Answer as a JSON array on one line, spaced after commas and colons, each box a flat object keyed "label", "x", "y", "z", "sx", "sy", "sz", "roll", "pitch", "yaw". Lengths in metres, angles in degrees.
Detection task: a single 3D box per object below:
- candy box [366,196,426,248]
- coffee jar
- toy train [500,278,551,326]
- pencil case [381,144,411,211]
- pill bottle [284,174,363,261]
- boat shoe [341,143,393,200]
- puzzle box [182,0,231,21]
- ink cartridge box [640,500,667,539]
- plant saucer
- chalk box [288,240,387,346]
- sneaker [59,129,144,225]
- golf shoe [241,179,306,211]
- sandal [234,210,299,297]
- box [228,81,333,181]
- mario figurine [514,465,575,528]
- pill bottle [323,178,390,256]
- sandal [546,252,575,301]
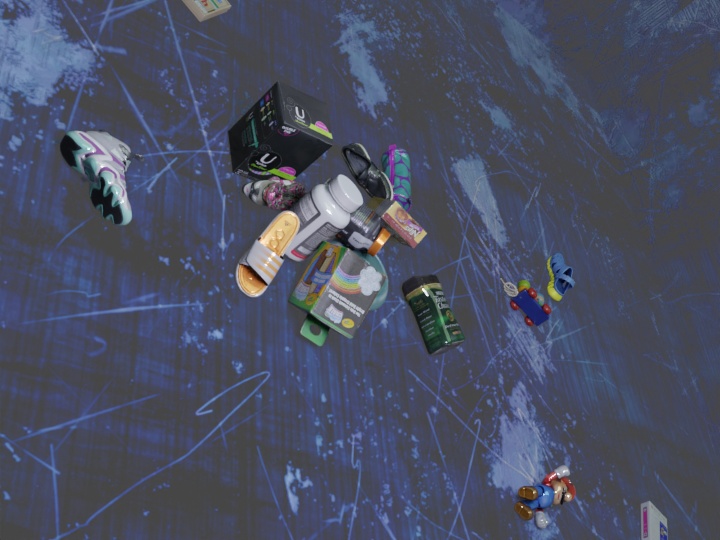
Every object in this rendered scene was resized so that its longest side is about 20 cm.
[{"label": "candy box", "x": 0.082, "y": -0.123, "z": 1.964, "sx": 0.117, "sy": 0.057, "sz": 0.200, "roll": 44, "pitch": -3, "yaw": -17}, {"label": "coffee jar", "x": 0.182, "y": 0.106, "z": 1.975, "sx": 0.104, "sy": 0.085, "sz": 0.202, "roll": -5, "pitch": 66, "yaw": -50}, {"label": "toy train", "x": 0.495, "y": 0.065, "z": 2.382, "sx": 0.200, "sy": 0.084, "sz": 0.116, "roll": 46, "pitch": 26, "yaw": -13}, {"label": "pencil case", "x": 0.098, "y": -0.245, "z": 2.150, "sx": 0.093, "sy": 0.084, "sz": 0.202, "roll": 61, "pitch": 23, "yaw": -47}, {"label": "pill bottle", "x": -0.093, "y": -0.118, "z": 1.719, "sx": 0.111, "sy": 0.199, "sz": 0.111, "roll": 42, "pitch": 25, "yaw": -25}, {"label": "boat shoe", "x": 0.013, "y": -0.256, "z": 2.062, "sx": 0.066, "sy": 0.074, "sz": 0.201, "roll": -3, "pitch": 60, "yaw": -55}, {"label": "puzzle box", "x": -0.427, "y": -0.725, "z": 1.967, "sx": 0.200, "sy": 0.025, "sz": 0.133, "roll": 50, "pitch": 35, "yaw": -8}, {"label": "ink cartridge box", "x": 0.859, "y": 0.782, "z": 2.278, "sx": 0.095, "sy": 0.037, "sz": 0.201, "roll": 45, "pitch": 35, "yaw": -16}, {"label": "plant saucer", "x": 0.000, "y": 0.000, "z": 1.897, "sx": 0.199, "sy": 0.027, "sz": 0.202, "roll": 29, "pitch": 44, "yaw": -32}, {"label": "chalk box", "x": -0.061, "y": 0.059, "z": 1.667, "sx": 0.124, "sy": 0.124, "sz": 0.201, "roll": 35, "pitch": 83, "yaw": -29}, {"label": "sneaker", "x": -0.454, "y": -0.186, "z": 1.470, "sx": 0.201, "sy": 0.077, "sz": 0.140, "roll": 58, "pitch": 36, "yaw": 2}, {"label": "golf shoe", "x": -0.190, "y": -0.176, "z": 1.770, "sx": 0.200, "sy": 0.091, "sz": 0.073, "roll": 5, "pitch": 101, "yaw": -69}, {"label": "sandal", "x": -0.189, "y": -0.045, "z": 1.618, "sx": 0.079, "sy": 0.059, "sz": 0.208, "roll": 32, "pitch": 70, "yaw": -10}, {"label": "box", "x": -0.183, "y": -0.301, "z": 1.770, "sx": 0.148, "sy": 0.199, "sz": 0.125, "roll": 17, "pitch": 50, "yaw": -41}, {"label": "mario figurine", "x": 0.475, "y": 0.560, "z": 1.937, "sx": 0.199, "sy": 0.124, "sz": 0.107, "roll": -2, "pitch": 52, "yaw": -45}, {"label": "pill bottle", "x": -0.025, "y": -0.120, "z": 1.859, "sx": 0.199, "sy": 0.106, "sz": 0.106, "roll": 38, "pitch": 37, "yaw": -2}, {"label": "sandal", "x": 0.678, "y": 0.013, "z": 2.625, "sx": 0.079, "sy": 0.087, "sz": 0.201, "roll": 35, "pitch": 39, "yaw": -23}]
